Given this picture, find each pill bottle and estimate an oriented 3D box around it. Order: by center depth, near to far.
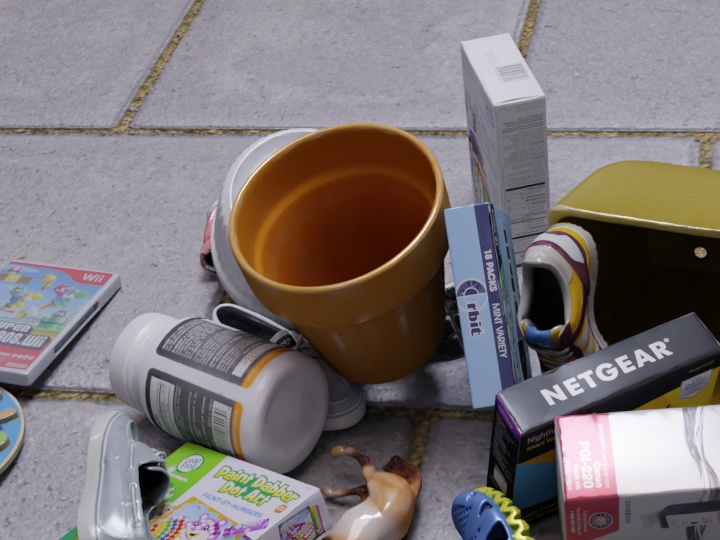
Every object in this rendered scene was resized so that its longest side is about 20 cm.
[{"bbox_3d":[-0.136,0.110,1.463,0.198,0.117,0.116,17,43,36],"label":"pill bottle"}]

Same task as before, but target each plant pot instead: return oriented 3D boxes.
[{"bbox_3d":[0.000,0.000,1.430,0.198,0.184,0.202,-10,47,11],"label":"plant pot"},{"bbox_3d":[0.300,-0.005,1.477,0.193,0.196,0.200,9,32,23],"label":"plant pot"}]

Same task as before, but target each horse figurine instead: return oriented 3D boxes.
[{"bbox_3d":[-0.009,0.221,1.348,0.132,0.050,0.200,16,46,41],"label":"horse figurine"}]

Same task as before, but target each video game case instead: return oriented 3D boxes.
[{"bbox_3d":[-0.363,0.052,1.658,0.141,0.018,0.200,6,32,20],"label":"video game case"}]

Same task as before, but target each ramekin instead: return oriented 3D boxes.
[{"bbox_3d":[-0.059,-0.051,1.608,0.197,0.105,0.203,1,63,-2],"label":"ramekin"}]

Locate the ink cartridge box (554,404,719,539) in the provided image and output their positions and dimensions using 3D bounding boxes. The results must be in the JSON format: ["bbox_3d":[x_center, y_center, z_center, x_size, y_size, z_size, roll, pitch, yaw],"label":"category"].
[{"bbox_3d":[0.260,0.183,1.254,0.197,0.147,0.086,-6,49,5],"label":"ink cartridge box"}]

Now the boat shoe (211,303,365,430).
[{"bbox_3d":[-0.075,0.089,1.522,0.072,0.069,0.199,-30,42,-28],"label":"boat shoe"}]

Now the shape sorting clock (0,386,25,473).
[{"bbox_3d":[-0.427,0.166,1.518,0.197,0.040,0.201,-6,37,4],"label":"shape sorting clock"}]

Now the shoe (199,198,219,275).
[{"bbox_3d":[-0.079,-0.041,1.702,0.197,0.072,0.092,-5,39,12],"label":"shoe"}]

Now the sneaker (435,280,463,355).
[{"bbox_3d":[0.062,0.040,1.559,0.197,0.078,0.080,-12,27,-5],"label":"sneaker"}]

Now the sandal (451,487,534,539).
[{"bbox_3d":[0.110,0.255,1.258,0.086,0.080,0.201,-19,36,-8],"label":"sandal"}]

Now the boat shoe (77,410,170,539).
[{"bbox_3d":[-0.197,0.188,1.336,0.071,0.071,0.201,-8,28,1],"label":"boat shoe"}]

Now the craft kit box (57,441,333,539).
[{"bbox_3d":[-0.157,0.235,1.325,0.197,0.049,0.199,-33,27,-34],"label":"craft kit box"}]

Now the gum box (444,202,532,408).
[{"bbox_3d":[0.118,0.031,1.400,0.044,0.172,0.200,-8,-2,9],"label":"gum box"}]

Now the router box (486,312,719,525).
[{"bbox_3d":[0.206,0.132,1.331,0.198,0.150,0.051,-21,51,-17],"label":"router box"}]

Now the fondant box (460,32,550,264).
[{"bbox_3d":[0.155,-0.129,1.653,0.057,0.202,0.145,-10,36,-5],"label":"fondant box"}]

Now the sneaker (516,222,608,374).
[{"bbox_3d":[0.177,0.064,1.390,0.074,0.202,0.090,-2,19,34],"label":"sneaker"}]
